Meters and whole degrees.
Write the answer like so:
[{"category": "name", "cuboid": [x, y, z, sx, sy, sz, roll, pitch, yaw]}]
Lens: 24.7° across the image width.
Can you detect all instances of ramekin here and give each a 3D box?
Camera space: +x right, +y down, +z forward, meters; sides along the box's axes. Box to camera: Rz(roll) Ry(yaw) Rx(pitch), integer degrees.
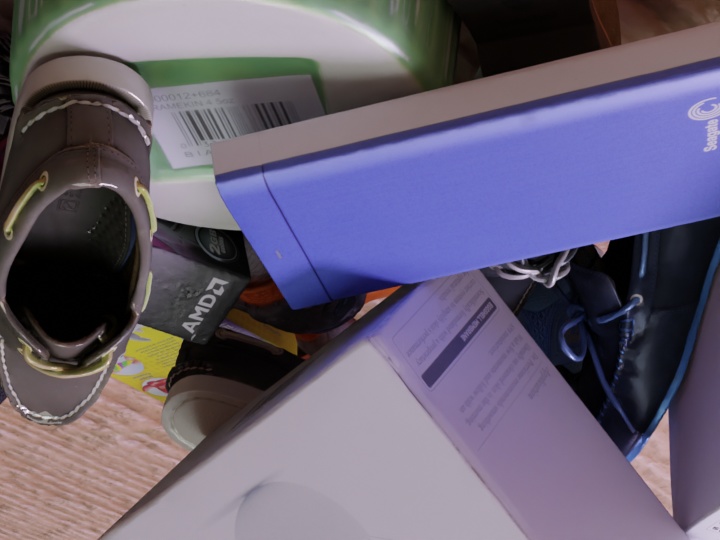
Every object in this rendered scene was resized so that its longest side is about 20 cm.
[{"category": "ramekin", "cuboid": [-0.050, -0.100, 0.678, 0.197, 0.099, 0.201, 2, 151, 1]}]

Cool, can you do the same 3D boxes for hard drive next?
[{"category": "hard drive", "cuboid": [0.052, -0.037, 0.665, 0.198, 0.026, 0.132, -13, 156, 7]}]

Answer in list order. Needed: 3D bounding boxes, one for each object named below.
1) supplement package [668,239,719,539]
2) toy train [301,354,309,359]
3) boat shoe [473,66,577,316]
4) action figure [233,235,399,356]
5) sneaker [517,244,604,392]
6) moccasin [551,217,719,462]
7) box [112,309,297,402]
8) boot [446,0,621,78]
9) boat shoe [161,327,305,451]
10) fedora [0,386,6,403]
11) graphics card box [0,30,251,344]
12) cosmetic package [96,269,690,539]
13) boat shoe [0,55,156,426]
[{"category": "supplement package", "cuboid": [0.250, 0.016, 0.766, 0.145, 0.193, 0.200, 11, 152, -13]}, {"category": "toy train", "cuboid": [-0.018, 0.085, 1.002, 0.150, 0.199, 0.056, -6, 116, 57]}, {"category": "boat shoe", "cuboid": [0.072, -0.022, 0.787, 0.072, 0.062, 0.201, -9, 137, -25]}, {"category": "action figure", "cuboid": [0.000, 0.000, 0.861, 0.198, 0.106, 0.193, -13, 157, 28]}, {"category": "sneaker", "cuboid": [0.129, 0.052, 0.940, 0.078, 0.091, 0.199, -13, 160, 27]}, {"category": "moccasin", "cuboid": [0.130, 0.000, 0.812, 0.067, 0.202, 0.081, 11, -164, -14]}, {"category": "box", "cuboid": [-0.124, 0.020, 0.965, 0.116, 0.049, 0.199, -19, 142, 34]}, {"category": "boot", "cuboid": [0.064, -0.137, 0.634, 0.073, 0.076, 0.201, -1, 145, 16]}, {"category": "boat shoe", "cuboid": [-0.013, 0.090, 0.908, 0.198, 0.061, 0.074, 21, 134, -12]}, {"category": "fedora", "cuboid": [-0.264, 0.044, 0.938, 0.091, 0.201, 0.201, -32, 146, 2]}, {"category": "graphics card box", "cuboid": [-0.150, -0.049, 0.749, 0.198, 0.126, 0.051, 22, 123, -28]}, {"category": "cosmetic package", "cuboid": [0.021, 0.135, 0.779, 0.199, 0.123, 0.201, -37, 92, 31]}, {"category": "boat shoe", "cuboid": [-0.122, 0.006, 0.671, 0.071, 0.061, 0.203, 4, 139, -14]}]
